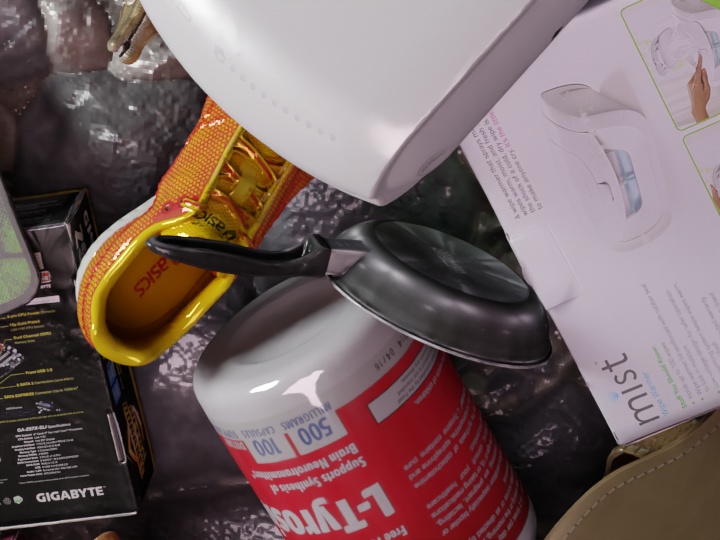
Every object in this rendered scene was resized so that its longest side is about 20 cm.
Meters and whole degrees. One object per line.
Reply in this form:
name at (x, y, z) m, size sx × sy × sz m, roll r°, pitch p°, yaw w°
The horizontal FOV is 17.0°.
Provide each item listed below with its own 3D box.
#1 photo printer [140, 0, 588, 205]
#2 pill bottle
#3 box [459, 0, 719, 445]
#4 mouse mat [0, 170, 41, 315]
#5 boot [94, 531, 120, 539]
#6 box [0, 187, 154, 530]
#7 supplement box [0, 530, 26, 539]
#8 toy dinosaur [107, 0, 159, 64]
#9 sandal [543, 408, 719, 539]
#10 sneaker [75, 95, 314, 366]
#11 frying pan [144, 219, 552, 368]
photo printer at (0.011, -0.140, 0.988) m, size 0.166 × 0.069 × 0.200 m, roll 44°, pitch 94°, yaw 15°
pill bottle at (0.014, 0.103, 1.144) m, size 0.112 × 0.112 × 0.200 m, roll -24°, pitch 112°, yaw 16°
box at (0.150, -0.050, 1.064) m, size 0.176 × 0.097 × 0.200 m, roll -24°, pitch 112°, yaw 17°
mouse mat at (-0.251, -0.054, 1.115) m, size 0.160 × 0.008 × 0.201 m, roll -20°, pitch 96°, yaw 11°
boot at (-0.060, 0.203, 1.137) m, size 0.068 × 0.188 × 0.200 m, roll -33°, pitch 78°, yaw -7°
box at (-0.214, 0.051, 1.175) m, size 0.199 × 0.049 × 0.160 m, roll -8°, pitch 113°, yaw 9°
supplement box at (-0.162, 0.241, 1.222) m, size 0.109 × 0.061 × 0.200 m, roll -30°, pitch 109°, yaw 18°
toy dinosaur at (-0.081, -0.193, 1.048) m, size 0.101 × 0.058 × 0.201 m, roll 23°, pitch 107°, yaw -25°
sandal at (0.159, 0.098, 1.159) m, size 0.212 × 0.070 × 0.078 m, roll -43°, pitch 100°, yaw -2°
sneaker at (-0.053, -0.038, 1.086) m, size 0.073 × 0.077 × 0.200 m, roll 31°, pitch 97°, yaw -22°
frying pan at (0.001, -0.005, 1.069) m, size 0.189 × 0.115 × 0.031 m, roll 22°, pitch 108°, yaw -8°
